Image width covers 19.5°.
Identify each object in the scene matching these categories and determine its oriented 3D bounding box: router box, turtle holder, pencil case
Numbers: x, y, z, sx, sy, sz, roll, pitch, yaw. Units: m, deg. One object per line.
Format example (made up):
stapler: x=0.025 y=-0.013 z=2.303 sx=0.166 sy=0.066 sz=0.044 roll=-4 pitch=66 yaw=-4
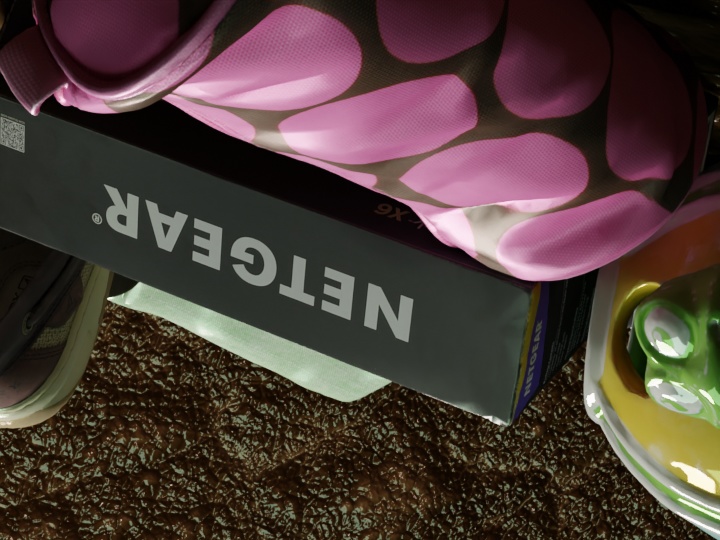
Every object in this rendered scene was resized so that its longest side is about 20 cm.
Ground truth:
router box: x=-0.001 y=-0.038 z=0.704 sx=0.199 sy=0.053 sz=0.157 roll=20 pitch=-146 yaw=21
turtle holder: x=0.132 y=0.033 z=0.612 sx=0.131 sy=0.142 sz=0.186 roll=11 pitch=-150 yaw=18
pencil case: x=0.006 y=-0.053 z=0.534 sx=0.199 sy=0.094 sz=0.091 roll=21 pitch=-158 yaw=-47

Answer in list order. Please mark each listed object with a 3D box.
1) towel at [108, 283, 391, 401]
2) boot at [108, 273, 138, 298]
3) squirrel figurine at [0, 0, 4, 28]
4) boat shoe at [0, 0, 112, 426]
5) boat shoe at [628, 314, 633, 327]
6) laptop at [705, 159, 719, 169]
towel: x=0.000 y=0.000 z=0.900 sx=0.152 sy=0.024 sz=0.200 roll=26 pitch=145 yaw=-29
boot: x=-0.212 y=-0.019 z=0.928 sx=0.185 sy=0.065 sz=0.200 roll=19 pitch=162 yaw=-26
squirrel figurine: x=-0.192 y=-0.118 z=0.584 sx=0.187 sy=0.142 sz=0.200 roll=45 pitch=138 yaw=-5
boat shoe: x=-0.117 y=-0.045 z=0.776 sx=0.071 sy=0.202 sz=0.065 roll=11 pitch=164 yaw=8
boat shoe: x=0.021 y=-0.006 z=0.779 sx=0.198 sy=0.065 sz=0.072 roll=0 pitch=-164 yaw=-5
laptop: x=0.252 y=-0.009 z=0.968 sx=0.198 sy=0.104 sz=0.177 roll=-6 pitch=-175 yaw=-7
